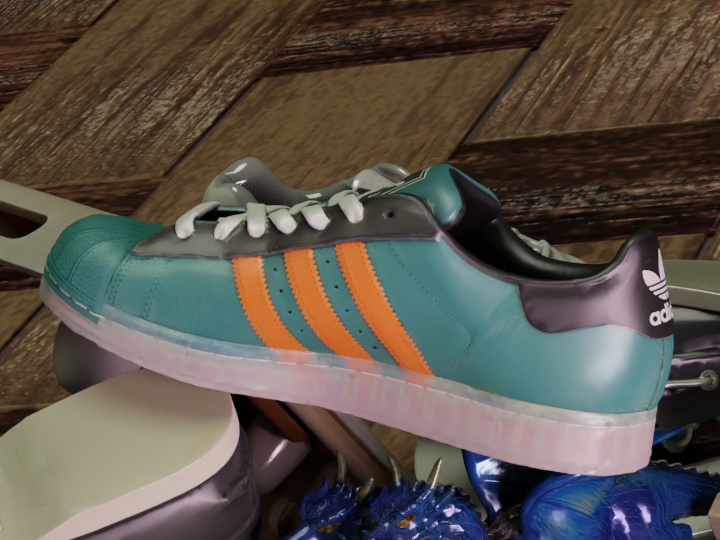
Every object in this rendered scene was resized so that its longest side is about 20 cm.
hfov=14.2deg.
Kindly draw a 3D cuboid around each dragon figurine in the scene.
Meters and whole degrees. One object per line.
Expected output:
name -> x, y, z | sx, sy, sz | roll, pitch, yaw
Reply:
dragon figurine -> 0.068, 0.070, 0.928 | 0.200, 0.100, 0.059 | -28, 33, -26

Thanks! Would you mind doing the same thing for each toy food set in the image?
toy food set -> -0.073, 0.046, 1.039 | 0.143, 0.200, 0.060 | 16, 62, 52

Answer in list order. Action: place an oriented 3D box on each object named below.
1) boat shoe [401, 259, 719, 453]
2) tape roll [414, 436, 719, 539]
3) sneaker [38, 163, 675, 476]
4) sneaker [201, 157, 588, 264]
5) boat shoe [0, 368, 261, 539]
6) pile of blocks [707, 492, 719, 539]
boat shoe -> 0.103, 0.031, 1.031 | 0.200, 0.063, 0.073 | 2, 10, -10
tape roll -> 0.120, 0.064, 1.072 | 0.203, 0.037, 0.203 | -14, 23, 6
sneaker -> 0.000, 0.000, 0.887 | 0.200, 0.080, 0.071 | 13, 15, 13
sneaker -> 0.031, 0.005, 1.083 | 0.200, 0.081, 0.075 | 6, 26, 7
boat shoe -> -0.128, 0.091, 0.899 | 0.201, 0.063, 0.074 | -17, 41, -4
pile of blocks -> 0.189, 0.087, 0.894 | 0.082, 0.062, 0.200 | -39, 41, -20
